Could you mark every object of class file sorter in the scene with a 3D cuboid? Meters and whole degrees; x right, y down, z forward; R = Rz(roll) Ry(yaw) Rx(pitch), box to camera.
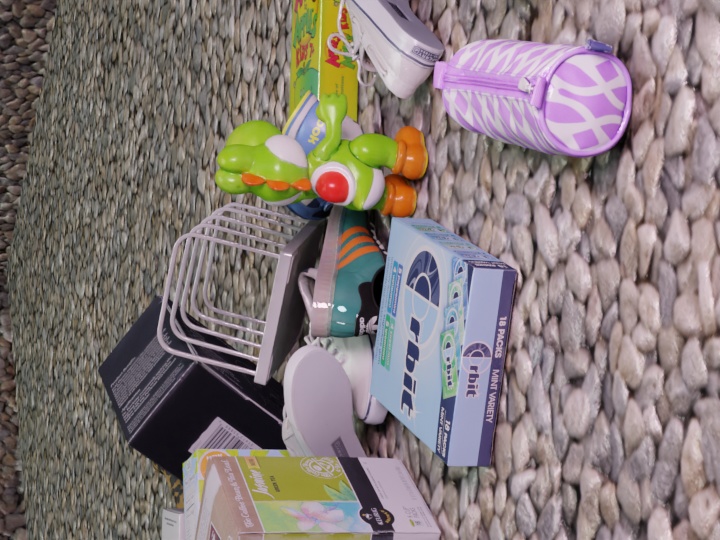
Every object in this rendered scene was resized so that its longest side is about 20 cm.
[{"bbox_3d":[-0.124,0.014,1.756,0.200,0.123,0.140,-54,-23,-75],"label":"file sorter"}]

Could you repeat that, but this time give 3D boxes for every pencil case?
[{"bbox_3d":[0.129,-0.133,1.251,0.200,0.084,0.085,-157,70,-70],"label":"pencil case"}]

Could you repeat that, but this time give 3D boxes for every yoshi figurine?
[{"bbox_3d":[-0.045,-0.105,1.561,0.112,0.197,0.114,155,115,-68],"label":"yoshi figurine"}]

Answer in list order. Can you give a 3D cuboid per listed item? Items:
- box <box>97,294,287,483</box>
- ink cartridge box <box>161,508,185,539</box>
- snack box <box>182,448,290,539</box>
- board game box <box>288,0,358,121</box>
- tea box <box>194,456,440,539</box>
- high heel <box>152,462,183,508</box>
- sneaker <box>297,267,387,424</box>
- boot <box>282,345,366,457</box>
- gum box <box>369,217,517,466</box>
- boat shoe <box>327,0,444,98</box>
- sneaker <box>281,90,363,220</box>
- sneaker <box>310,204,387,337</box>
[{"bbox_3d":[-0.167,0.157,1.831,0.124,0.200,0.197,-48,27,5],"label":"box"},{"bbox_3d":[-0.149,0.372,1.868,0.084,0.144,0.203,171,101,-68],"label":"ink cartridge box"},{"bbox_3d":[-0.093,0.287,1.687,0.068,0.167,0.202,134,135,-60],"label":"snack box"},{"bbox_3d":[-0.039,-0.243,1.784,0.101,0.047,0.203,173,99,-70],"label":"board game box"},{"bbox_3d":[-0.052,0.291,1.533,0.134,0.194,0.202,-125,42,-59],"label":"tea box"},{"bbox_3d":[-0.244,0.310,2.241,0.199,0.071,0.144,-19,63,59],"label":"high heel"},{"bbox_3d":[-0.020,0.075,1.656,0.201,0.070,0.074,-110,30,-47],"label":"sneaker"},{"bbox_3d":[-0.051,0.146,1.619,0.095,0.073,0.202,27,142,47],"label":"boot"},{"bbox_3d":[0.068,0.058,1.450,0.200,0.044,0.172,-144,59,-66],"label":"gum box"},{"bbox_3d":[0.014,-0.221,1.589,0.087,0.074,0.202,-59,36,20],"label":"boat shoe"},{"bbox_3d":[-0.033,-0.102,1.705,0.200,0.081,0.074,85,-150,-65],"label":"sneaker"},{"bbox_3d":[0.000,0.000,1.629,0.201,0.079,0.072,-80,-4,-51],"label":"sneaker"}]
